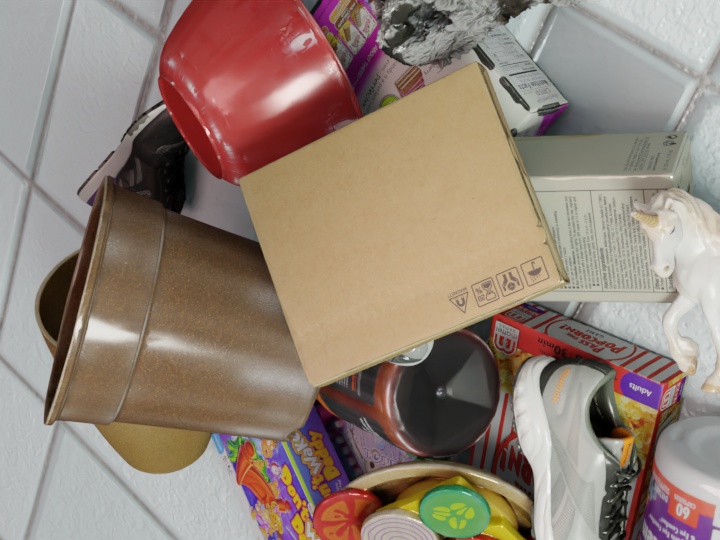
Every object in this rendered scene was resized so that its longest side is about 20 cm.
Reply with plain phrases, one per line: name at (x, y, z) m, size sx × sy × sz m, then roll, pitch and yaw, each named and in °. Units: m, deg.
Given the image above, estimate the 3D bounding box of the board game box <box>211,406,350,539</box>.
board game box at (-0.061, 0.209, 1.183) m, size 0.201 × 0.045 × 0.135 m, roll 63°, pitch 145°, yaw 19°

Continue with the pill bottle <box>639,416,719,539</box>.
pill bottle at (0.252, 0.216, 0.908) m, size 0.111 × 0.111 × 0.201 m, roll 19°, pitch 115°, yaw 35°

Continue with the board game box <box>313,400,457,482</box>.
board game box at (0.017, 0.223, 1.142) m, size 0.200 × 0.026 × 0.201 m, roll 14°, pitch 113°, yaw 52°

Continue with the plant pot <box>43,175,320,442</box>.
plant pot at (-0.135, 0.044, 1.030) m, size 0.200 × 0.197 × 0.201 m, roll -167°, pitch 90°, yaw -75°

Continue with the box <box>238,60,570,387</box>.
box at (0.025, -0.030, 0.885) m, size 0.199 × 0.021 × 0.164 m, roll -24°, pitch 79°, yaw 22°

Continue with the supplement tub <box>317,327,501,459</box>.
supplement tub at (0.022, 0.081, 1.042) m, size 0.200 × 0.107 × 0.107 m, roll 15°, pitch 115°, yaw 63°

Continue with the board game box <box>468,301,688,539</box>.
board game box at (0.163, 0.143, 1.006) m, size 0.151 × 0.046 × 0.201 m, roll 23°, pitch 118°, yaw 34°

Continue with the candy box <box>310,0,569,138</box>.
candy box at (0.049, -0.155, 1.000) m, size 0.200 × 0.061 × 0.136 m, roll 54°, pitch 130°, yaw 15°

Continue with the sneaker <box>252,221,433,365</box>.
sneaker at (0.000, 0.000, 0.969) m, size 0.075 × 0.087 × 0.200 m, roll -46°, pitch 52°, yaw 10°

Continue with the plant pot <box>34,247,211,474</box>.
plant pot at (-0.201, 0.097, 1.235) m, size 0.186 × 0.186 × 0.201 m, roll 26°, pitch 138°, yaw 32°

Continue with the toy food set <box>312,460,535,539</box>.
toy food set at (0.060, 0.222, 0.997) m, size 0.200 × 0.049 × 0.198 m, roll -29°, pitch 118°, yaw 33°

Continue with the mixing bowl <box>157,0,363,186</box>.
mixing bowl at (-0.093, -0.142, 1.031) m, size 0.200 × 0.108 × 0.200 m, roll 51°, pitch 164°, yaw 20°

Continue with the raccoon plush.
raccoon plush at (0.062, -0.223, 0.921) m, size 0.097 × 0.199 × 0.134 m, roll 113°, pitch 144°, yaw -45°

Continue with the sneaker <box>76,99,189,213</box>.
sneaker at (-0.190, -0.099, 1.231) m, size 0.088 × 0.076 × 0.200 m, roll 49°, pitch 135°, yaw -1°

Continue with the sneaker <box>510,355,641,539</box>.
sneaker at (0.168, 0.159, 0.928) m, size 0.079 × 0.074 × 0.201 m, roll -9°, pitch 98°, yaw 37°

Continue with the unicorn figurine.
unicorn figurine at (0.247, 0.011, 0.830) m, size 0.074 × 0.199 × 0.138 m, roll -137°, pitch 42°, yaw -68°

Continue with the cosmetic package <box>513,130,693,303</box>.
cosmetic package at (0.133, -0.037, 0.910) m, size 0.199 × 0.071 × 0.106 m, roll 2°, pitch 121°, yaw 23°
